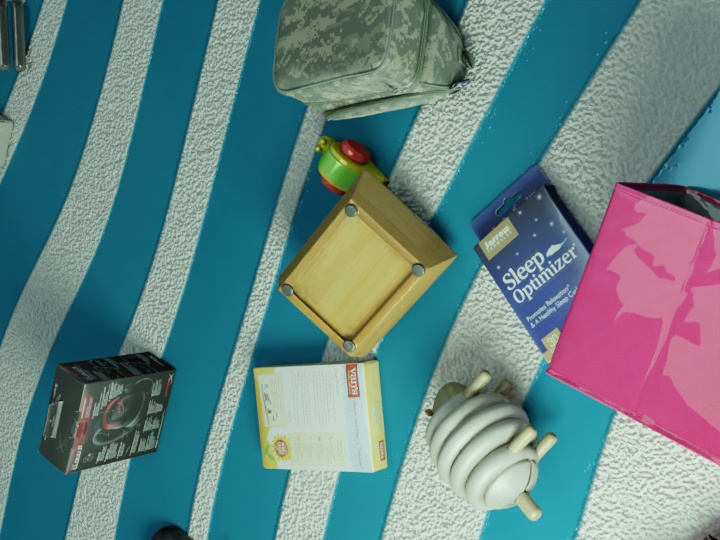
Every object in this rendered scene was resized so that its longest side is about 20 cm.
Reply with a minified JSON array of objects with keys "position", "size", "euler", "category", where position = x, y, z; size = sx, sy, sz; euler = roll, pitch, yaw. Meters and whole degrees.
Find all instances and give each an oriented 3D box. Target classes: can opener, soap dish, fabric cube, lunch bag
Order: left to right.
[{"position":[-0.619,-0.450,1.758],"size":[0.067,0.053,0.202],"euler":[-177,85,-69],"category":"can opener"},{"position":[0.000,0.000,1.258],"size":[0.157,0.081,0.200],"euler":[42,118,3],"category":"soap dish"},{"position":[0.017,-0.260,1.209],"size":[0.199,0.167,0.141],"euler":[-5,77,38],"category":"lunch bag"},{"position":[0.333,0.042,0.967],"size":[0.199,0.195,0.201],"euler":[27,107,32],"category":"fabric cube"}]

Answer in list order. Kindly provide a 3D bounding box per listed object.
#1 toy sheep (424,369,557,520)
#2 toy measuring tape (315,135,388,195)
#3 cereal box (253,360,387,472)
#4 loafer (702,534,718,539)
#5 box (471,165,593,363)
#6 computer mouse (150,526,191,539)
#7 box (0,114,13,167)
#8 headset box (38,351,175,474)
[{"position":[0.148,0.206,1.156],"size":[0.139,0.137,0.200],"euler":[-60,42,23],"category":"toy sheep"},{"position":[0.003,-0.109,1.285],"size":[0.200,0.073,0.074],"euler":[48,118,26],"category":"toy measuring tape"},{"position":[-0.057,0.199,1.363],"size":[0.198,0.039,0.146],"euler":[-6,89,36],"category":"cereal box"},{"position":[0.370,0.312,1.038],"size":[0.199,0.073,0.072],"euler":[-23,68,30],"category":"loafer"},{"position":[0.211,-0.010,1.158],"size":[0.121,0.032,0.201],"euler":[-43,67,30],"category":"box"},{"position":[-0.265,0.461,1.523],"size":[0.199,0.052,0.140],"euler":[21,106,34],"category":"computer mouse"},{"position":[-0.729,-0.267,1.821],"size":[0.199,0.077,0.096],"euler":[32,110,31],"category":"box"},{"position":[-0.391,0.214,1.514],"size":[0.075,0.199,0.150],"euler":[25,108,33],"category":"headset box"}]
